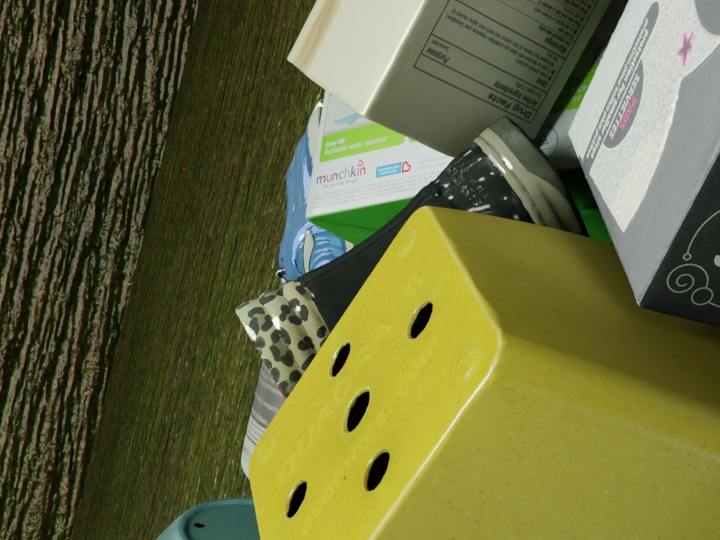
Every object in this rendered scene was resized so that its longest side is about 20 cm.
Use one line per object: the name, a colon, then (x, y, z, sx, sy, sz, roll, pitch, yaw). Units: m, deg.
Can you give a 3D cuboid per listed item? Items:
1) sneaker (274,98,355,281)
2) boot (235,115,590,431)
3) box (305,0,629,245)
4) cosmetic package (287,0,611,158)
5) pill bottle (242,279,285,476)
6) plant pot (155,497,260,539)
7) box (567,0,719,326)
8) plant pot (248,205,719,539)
sneaker: (0.000, 0.000, 0.887, 0.089, 0.078, 0.201, -49, 45, 47)
boot: (0.043, 0.043, 0.693, 0.074, 0.153, 0.204, 52, 172, 49)
box: (0.081, -0.106, 0.775, 0.199, 0.096, 0.178, -10, 64, 41)
cosmetic package: (0.064, -0.152, 0.662, 0.071, 0.105, 0.201, 41, 105, 46)
pill bottle: (-0.009, 0.055, 1.041, 0.113, 0.112, 0.202, -141, 63, -73)
plant pot: (-0.078, 0.228, 0.970, 0.200, 0.198, 0.136, -121, 35, -68)
box: (0.173, -0.091, 0.557, 0.133, 0.114, 0.201, -100, 29, -55)
plant pot: (0.069, 0.091, 0.576, 0.201, 0.176, 0.200, -56, 22, 15)
